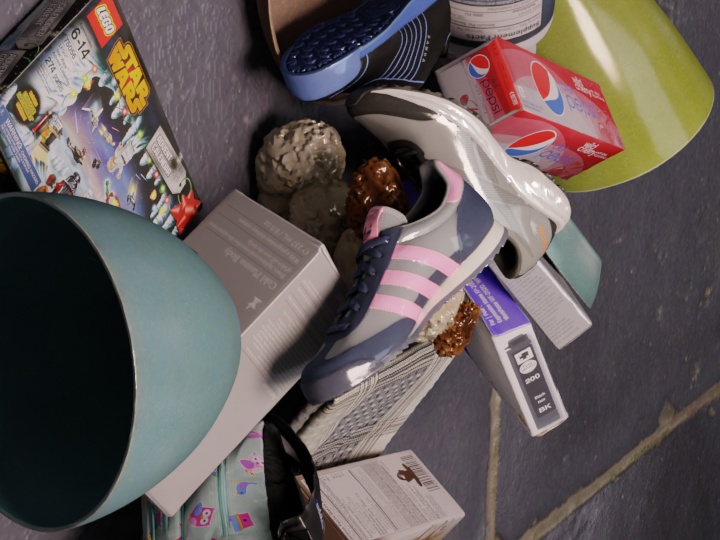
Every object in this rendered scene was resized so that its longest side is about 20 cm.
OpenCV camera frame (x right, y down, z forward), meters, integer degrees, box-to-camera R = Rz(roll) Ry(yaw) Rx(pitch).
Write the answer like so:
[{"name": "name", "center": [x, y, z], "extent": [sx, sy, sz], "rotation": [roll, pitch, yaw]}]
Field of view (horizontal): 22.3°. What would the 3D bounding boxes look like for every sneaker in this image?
[{"name": "sneaker", "center": [0.013, -0.161, 1.384], "extent": [0.200, 0.070, 0.078], "rotation": [-41, 129, -44]}, {"name": "sneaker", "center": [0.069, -0.068, 1.342], "extent": [0.200, 0.074, 0.080], "rotation": [36, 72, -21]}, {"name": "sneaker", "center": [0.014, 0.006, 1.237], "extent": [0.200, 0.070, 0.082], "rotation": [-46, 107, -32]}]

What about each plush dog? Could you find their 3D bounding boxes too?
[{"name": "plush dog", "center": [0.000, 0.000, 1.361], "extent": [0.200, 0.171, 0.161], "rotation": [53, 58, -32]}]

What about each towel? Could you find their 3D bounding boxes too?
[{"name": "towel", "center": [-0.015, 0.131, 1.451], "extent": [0.192, 0.035, 0.200], "rotation": [-23, 157, -53]}]

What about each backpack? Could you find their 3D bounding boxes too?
[{"name": "backpack", "center": [-0.087, 0.195, 1.281], "extent": [0.200, 0.126, 0.167], "rotation": [-103, -173, -49]}]

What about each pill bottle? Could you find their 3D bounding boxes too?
[{"name": "pill bottle", "center": [0.103, -0.244, 1.506], "extent": [0.120, 0.119, 0.200], "rotation": [-51, 154, -35]}]

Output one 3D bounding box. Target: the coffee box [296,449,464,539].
[{"name": "coffee box", "center": [-0.016, 0.219, 1.480], "extent": [0.114, 0.080, 0.200], "rotation": [-49, 160, 21]}]

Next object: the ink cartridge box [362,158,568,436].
[{"name": "ink cartridge box", "center": [0.088, 0.015, 1.521], "extent": [0.043, 0.198, 0.200], "rotation": [-32, 140, -4]}]

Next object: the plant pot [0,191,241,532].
[{"name": "plant pot", "center": [-0.153, 0.047, 1.120], "extent": [0.134, 0.200, 0.201], "rotation": [-9, 109, -47]}]

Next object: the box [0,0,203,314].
[{"name": "box", "center": [-0.182, -0.073, 1.200], "extent": [0.137, 0.040, 0.200], "rotation": [-55, 142, -33]}]

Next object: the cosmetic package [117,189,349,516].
[{"name": "cosmetic package", "center": [-0.109, 0.055, 1.253], "extent": [0.200, 0.107, 0.090], "rotation": [-46, 140, -15]}]

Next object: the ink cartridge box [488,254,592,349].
[{"name": "ink cartridge box", "center": [0.100, -0.048, 1.508], "extent": [0.041, 0.200, 0.200], "rotation": [-37, 109, 6]}]

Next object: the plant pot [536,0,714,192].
[{"name": "plant pot", "center": [0.196, -0.207, 1.653], "extent": [0.187, 0.187, 0.200], "rotation": [-55, 128, -32]}]

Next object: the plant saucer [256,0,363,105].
[{"name": "plant saucer", "center": [-0.024, -0.228, 1.400], "extent": [0.200, 0.037, 0.201], "rotation": [-29, 125, -52]}]

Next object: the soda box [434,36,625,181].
[{"name": "soda box", "center": [0.143, -0.130, 1.502], "extent": [0.200, 0.063, 0.070], "rotation": [10, 57, -58]}]

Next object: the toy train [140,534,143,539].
[{"name": "toy train", "center": [-0.169, 0.275, 1.303], "extent": [0.200, 0.150, 0.056], "rotation": [-13, 147, -48]}]

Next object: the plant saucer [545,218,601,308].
[{"name": "plant saucer", "center": [0.156, -0.057, 1.613], "extent": [0.036, 0.200, 0.200], "rotation": [-36, 145, 6]}]
